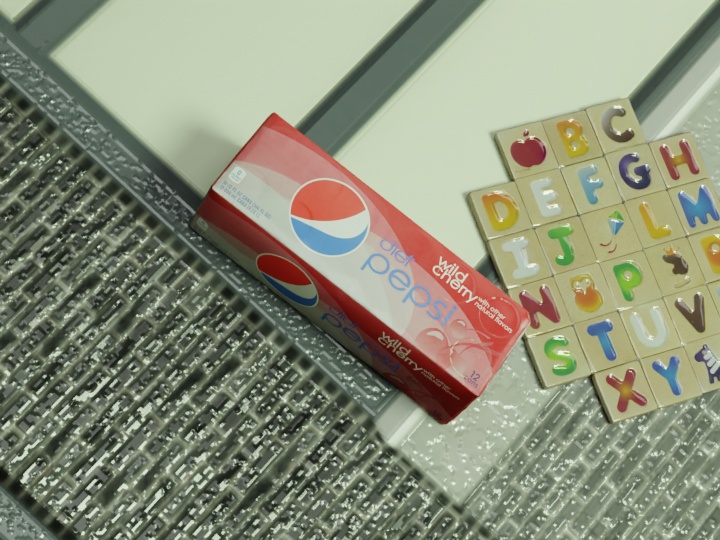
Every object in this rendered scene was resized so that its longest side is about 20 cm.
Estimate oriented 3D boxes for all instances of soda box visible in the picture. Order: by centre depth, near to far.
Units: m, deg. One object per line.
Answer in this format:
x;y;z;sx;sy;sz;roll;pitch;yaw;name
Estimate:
0.000;0.000;1.431;0.200;0.063;0.070;37;64;-1;soda box

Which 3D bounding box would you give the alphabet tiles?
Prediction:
0.163;-0.009;1.517;0.166;0.006;0.200;-15;75;-22;alphabet tiles
